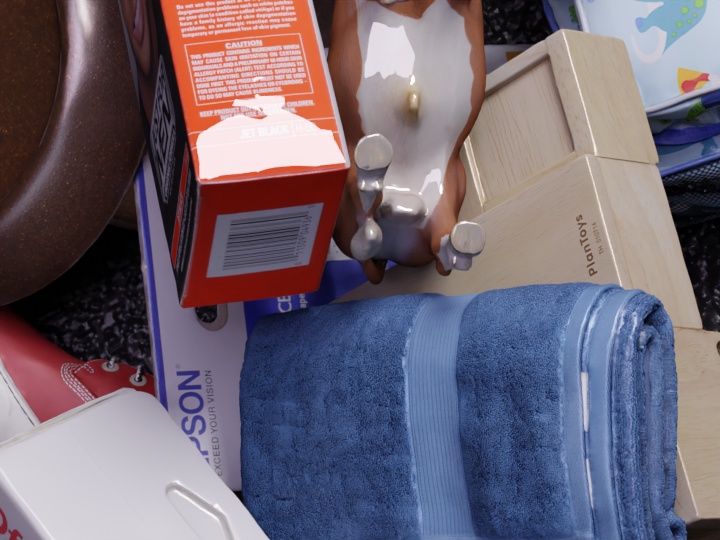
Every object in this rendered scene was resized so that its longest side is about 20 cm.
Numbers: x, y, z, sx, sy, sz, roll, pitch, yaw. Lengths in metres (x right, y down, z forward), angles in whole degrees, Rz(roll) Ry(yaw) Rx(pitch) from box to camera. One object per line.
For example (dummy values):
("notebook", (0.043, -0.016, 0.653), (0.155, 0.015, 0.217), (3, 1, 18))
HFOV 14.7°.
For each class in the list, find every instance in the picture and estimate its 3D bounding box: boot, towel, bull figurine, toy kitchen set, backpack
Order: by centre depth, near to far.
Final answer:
("towel", (0.033, 0.064, 1.065), (0.199, 0.048, 0.113), (-5, 87, 43))
("bull figurine", (0.018, -0.092, 1.068), (0.065, 0.121, 0.202), (-2, 98, -7))
("toy kitchen set", (0.105, 0.034, 1.155), (0.163, 0.180, 0.201), (-29, 67, 40))
("backpack", (0.176, -0.125, 1.186), (0.199, 0.147, 0.184), (-14, 73, 7))
("boot", (-0.088, 0.053, 1.237), (0.144, 0.072, 0.200), (-39, 78, -1))

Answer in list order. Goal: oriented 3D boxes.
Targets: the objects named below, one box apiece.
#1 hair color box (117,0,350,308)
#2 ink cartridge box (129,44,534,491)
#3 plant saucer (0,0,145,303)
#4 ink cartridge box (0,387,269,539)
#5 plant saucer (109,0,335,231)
("hair color box", (-0.057, -0.099, 1.090), (0.061, 0.102, 0.201), (-6, 62, -12))
("ink cartridge box", (0.000, 0.000, 1.203), (0.198, 0.047, 0.199), (-3, 74, -14))
("plant saucer", (-0.173, -0.086, 1.209), (0.199, 0.034, 0.202), (-6, 80, 36))
("ink cartridge box", (-0.108, 0.168, 1.136), (0.083, 0.201, 0.145), (-24, 62, -40))
("plant saucer", (-0.083, -0.118, 1.265), (0.199, 0.034, 0.202), (0, 101, -1))
